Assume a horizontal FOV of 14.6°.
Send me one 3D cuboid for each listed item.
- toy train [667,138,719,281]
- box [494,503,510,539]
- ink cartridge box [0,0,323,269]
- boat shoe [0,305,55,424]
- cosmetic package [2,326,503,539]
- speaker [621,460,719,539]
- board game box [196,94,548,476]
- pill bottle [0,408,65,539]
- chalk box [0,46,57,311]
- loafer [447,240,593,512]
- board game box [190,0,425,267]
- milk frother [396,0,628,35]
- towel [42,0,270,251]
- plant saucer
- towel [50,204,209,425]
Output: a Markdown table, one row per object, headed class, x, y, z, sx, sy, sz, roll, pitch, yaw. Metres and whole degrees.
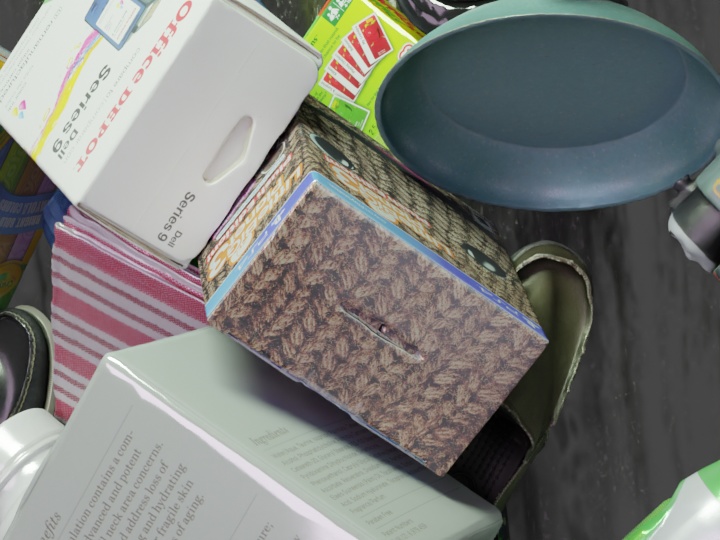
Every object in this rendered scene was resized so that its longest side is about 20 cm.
| class | x | y | z | sx | sy | sz | roll | pitch | yaw |
| --- | --- | --- | --- | --- | --- | --- | --- | --- | --- |
| toy train | 0.261 | -0.059 | 1.547 | 0.114 | 0.085 | 0.200 | 46 | 108 | 10 |
| box | 0.022 | 0.183 | 1.676 | 0.137 | 0.038 | 0.200 | -8 | 84 | 24 |
| ink cartridge box | -0.122 | -0.108 | 1.610 | 0.145 | 0.087 | 0.200 | -56 | 32 | 6 |
| boat shoe | -0.253 | 0.114 | 1.790 | 0.072 | 0.068 | 0.200 | 32 | 99 | 24 |
| cosmetic package | -0.064 | 0.155 | 1.520 | 0.200 | 0.166 | 0.167 | 35 | 107 | 15 |
| speaker | 0.153 | 0.199 | 1.577 | 0.200 | 0.088 | 0.088 | -43 | 71 | 6 |
| board game box | 0.000 | 0.000 | 1.569 | 0.159 | 0.200 | 0.097 | 34 | 102 | -17 |
| pill bottle | -0.152 | 0.177 | 1.715 | 0.200 | 0.111 | 0.111 | 40 | 103 | 20 |
| chalk box | -0.277 | -0.047 | 1.779 | 0.124 | 0.124 | 0.200 | 31 | 101 | 21 |
| loafer | 0.085 | 0.077 | 1.608 | 0.075 | 0.070 | 0.200 | 24 | 80 | -11 |
| board game box | -0.022 | -0.063 | 1.703 | 0.102 | 0.048 | 0.200 | 40 | 103 | 21 |
| milk frother | 0.072 | -0.231 | 1.578 | 0.188 | 0.200 | 0.181 | -1 | 72 | 24 |
| towel | -0.123 | -0.083 | 1.725 | 0.200 | 0.049 | 0.112 | -55 | 34 | 12 |
| plant saucer | 0.108 | -0.099 | 1.580 | 0.200 | 0.200 | 0.036 | -11 | 57 | 24 |
| towel | -0.118 | 0.055 | 1.688 | 0.146 | 0.030 | 0.200 | 28 | 142 | 17 |
